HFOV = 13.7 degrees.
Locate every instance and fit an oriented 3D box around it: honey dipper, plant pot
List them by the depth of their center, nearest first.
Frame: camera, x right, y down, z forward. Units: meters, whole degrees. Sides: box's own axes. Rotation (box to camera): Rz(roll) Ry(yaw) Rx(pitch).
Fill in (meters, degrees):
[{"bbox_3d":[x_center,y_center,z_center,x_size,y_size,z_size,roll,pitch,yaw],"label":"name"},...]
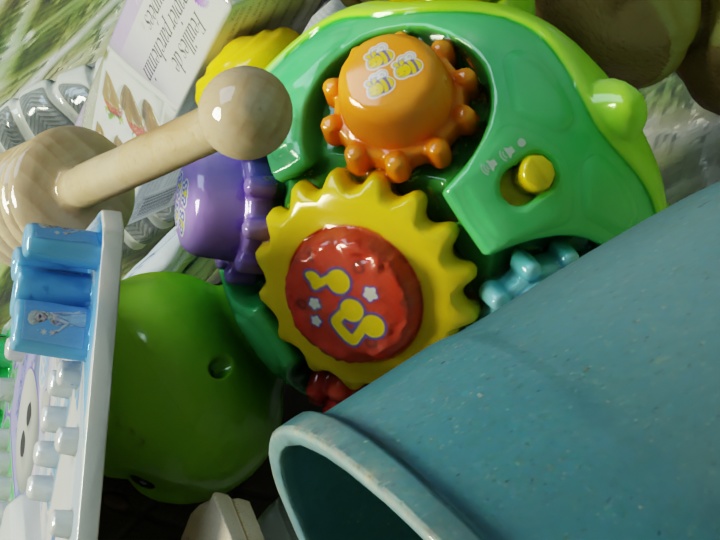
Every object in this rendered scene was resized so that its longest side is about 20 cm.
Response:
[{"bbox_3d":[0.117,0.057,0.552,0.188,0.200,0.200,-35,22,-12],"label":"plant pot"},{"bbox_3d":[-0.059,-0.026,0.788,0.038,0.038,0.200,-55,15,-17],"label":"honey dipper"}]

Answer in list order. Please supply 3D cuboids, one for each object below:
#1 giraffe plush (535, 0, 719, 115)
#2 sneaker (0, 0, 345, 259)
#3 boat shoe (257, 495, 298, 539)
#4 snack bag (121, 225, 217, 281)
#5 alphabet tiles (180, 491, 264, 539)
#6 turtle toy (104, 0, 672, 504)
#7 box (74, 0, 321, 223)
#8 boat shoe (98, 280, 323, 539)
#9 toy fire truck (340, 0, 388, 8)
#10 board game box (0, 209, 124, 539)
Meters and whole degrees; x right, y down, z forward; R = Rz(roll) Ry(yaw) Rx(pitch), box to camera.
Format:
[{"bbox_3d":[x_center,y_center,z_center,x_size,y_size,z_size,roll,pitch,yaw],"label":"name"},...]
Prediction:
[{"bbox_3d":[0.101,-0.147,0.920,0.200,0.173,0.162,-43,15,-7],"label":"giraffe plush"},{"bbox_3d":[-0.061,-0.073,1.160,0.200,0.075,0.115,-31,8,32],"label":"sneaker"},{"bbox_3d":[-0.005,0.128,0.783,0.067,0.074,0.200,-58,13,11],"label":"boat shoe"},{"bbox_3d":[-0.050,-0.013,1.024,0.200,0.021,0.189,-47,4,-38],"label":"snack bag"},{"bbox_3d":[-0.059,0.162,0.767,0.196,0.015,0.200,-122,50,-65],"label":"alphabet tiles"},{"bbox_3d":[0.000,0.000,0.834,0.200,0.146,0.101,-32,6,34],"label":"turtle toy"},{"bbox_3d":[-0.052,-0.067,0.937,0.041,0.039,0.200,-25,-10,-19],"label":"box"},{"bbox_3d":[-0.034,0.043,0.946,0.200,0.072,0.068,-52,16,-28],"label":"boat shoe"},{"bbox_3d":[0.013,-0.101,0.914,0.049,0.200,0.141,-28,30,23],"label":"toy fire truck"},{"bbox_3d":[-0.103,0.098,0.833,0.200,0.026,0.200,145,130,-72],"label":"board game box"}]
